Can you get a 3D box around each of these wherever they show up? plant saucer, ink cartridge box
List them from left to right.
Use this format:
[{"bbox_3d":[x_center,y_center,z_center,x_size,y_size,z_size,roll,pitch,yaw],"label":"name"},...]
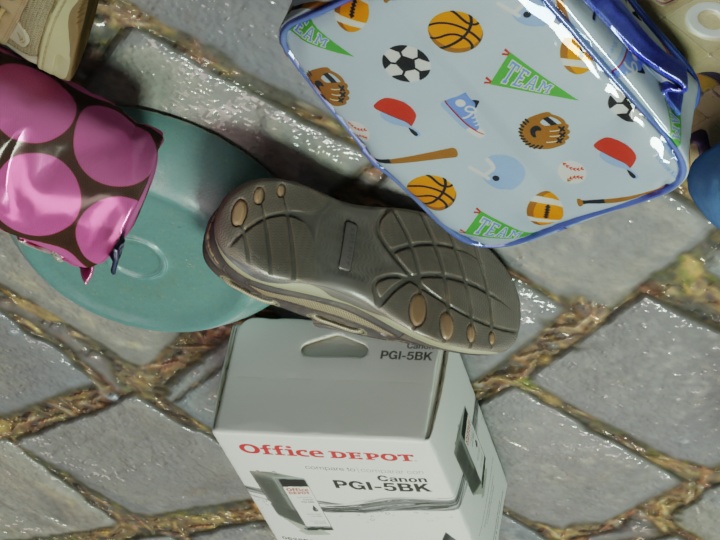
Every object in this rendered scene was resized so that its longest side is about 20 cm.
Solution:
[{"bbox_3d":[-0.132,-0.019,1.175,0.199,0.036,0.200,10,144,7],"label":"plant saucer"},{"bbox_3d":[0.003,0.120,1.260,0.146,0.083,0.200,1,147,18],"label":"ink cartridge box"}]

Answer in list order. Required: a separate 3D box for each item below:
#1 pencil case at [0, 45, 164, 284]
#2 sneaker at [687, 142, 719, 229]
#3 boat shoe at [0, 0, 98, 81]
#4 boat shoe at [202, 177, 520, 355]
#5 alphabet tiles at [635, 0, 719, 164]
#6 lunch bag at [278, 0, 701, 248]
[{"bbox_3d":[-0.207,-0.074,1.043,0.199,0.091,0.094,29,116,-16],"label":"pencil case"},{"bbox_3d":[0.265,-0.037,1.004,0.199,0.066,0.078,8,-175,-10],"label":"sneaker"},{"bbox_3d":[-0.156,-0.166,0.958,0.064,0.072,0.200,19,146,-5],"label":"boat shoe"},{"bbox_3d":[0.000,0.000,1.129,0.199,0.075,0.073,22,160,-21],"label":"boat shoe"},{"bbox_3d":[0.139,-0.120,0.970,0.200,0.006,0.166,33,141,-24],"label":"alphabet tiles"},{"bbox_3d":[0.071,-0.100,0.955,0.160,0.076,0.200,-22,129,37],"label":"lunch bag"}]
